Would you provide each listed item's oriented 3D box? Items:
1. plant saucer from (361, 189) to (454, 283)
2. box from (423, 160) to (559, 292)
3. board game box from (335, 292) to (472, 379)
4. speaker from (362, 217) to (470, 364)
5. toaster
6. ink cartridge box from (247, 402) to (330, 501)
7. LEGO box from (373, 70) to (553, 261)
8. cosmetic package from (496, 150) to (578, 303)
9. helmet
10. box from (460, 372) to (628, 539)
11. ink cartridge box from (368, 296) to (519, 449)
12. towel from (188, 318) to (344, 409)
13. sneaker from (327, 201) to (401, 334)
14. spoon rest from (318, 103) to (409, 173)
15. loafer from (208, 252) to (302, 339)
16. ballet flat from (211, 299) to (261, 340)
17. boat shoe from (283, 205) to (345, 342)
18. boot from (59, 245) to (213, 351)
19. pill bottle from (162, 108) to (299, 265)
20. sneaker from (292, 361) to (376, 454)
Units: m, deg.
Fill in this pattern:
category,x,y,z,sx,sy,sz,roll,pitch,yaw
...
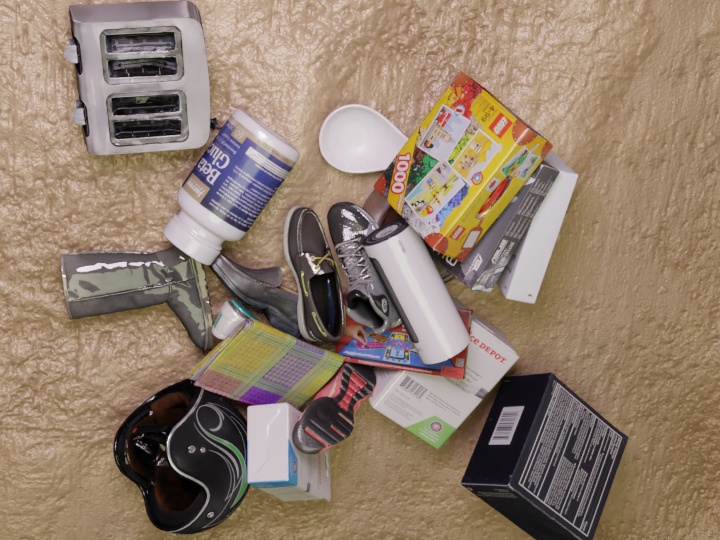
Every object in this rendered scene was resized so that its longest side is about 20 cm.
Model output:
category,x,y,z,sx,sy,sz,roll,pitch,yaw
plant saucer,0.093,-0.056,1.741,0.199,0.032,0.201,-5,113,-11
box,0.165,-0.094,1.635,0.050,0.158,0.201,10,115,-49
board game box,0.063,0.096,1.738,0.199,0.019,0.104,7,92,16
speaker,0.081,0.030,1.648,0.081,0.081,0.201,-27,106,0
toaster,-0.280,-0.251,1.526,0.199,0.119,0.182,-5,115,-10
ink cartridge box,-0.106,0.281,1.763,0.066,0.116,0.200,-8,157,14
LEGO box,0.136,-0.139,1.573,0.200,0.149,0.077,-53,143,14
cosmetic package,0.241,-0.074,1.698,0.051,0.151,0.201,10,110,-16
helmet,-0.247,0.281,1.720,0.199,0.200,0.191,-30,113,2
box,0.291,0.299,1.837,0.198,0.123,0.201,39,63,-24
ink cartridge box,0.123,0.153,1.806,0.145,0.084,0.200,35,102,-23
towel,-0.134,0.141,1.702,0.200,0.023,0.144,24,120,-39
sneaker,0.000,0.000,1.667,0.075,0.115,0.201,-26,95,24
spoon rest,0.039,-0.179,1.659,0.199,0.061,0.100,8,111,-16
loafer,-0.143,0.021,1.705,0.072,0.073,0.200,-50,124,1
ballet flat,-0.147,0.108,1.719,0.069,0.070,0.200,-44,135,8
boat shoe,-0.061,0.005,1.688,0.071,0.060,0.202,-17,102,-39
boot,-0.318,0.046,1.673,0.199,0.073,0.183,-13,102,-14
pill bottle,-0.182,-0.111,1.601,0.111,0.111,0.200,34,96,-23
sneaker,-0.046,0.218,1.750,0.074,0.200,0.087,43,133,0
